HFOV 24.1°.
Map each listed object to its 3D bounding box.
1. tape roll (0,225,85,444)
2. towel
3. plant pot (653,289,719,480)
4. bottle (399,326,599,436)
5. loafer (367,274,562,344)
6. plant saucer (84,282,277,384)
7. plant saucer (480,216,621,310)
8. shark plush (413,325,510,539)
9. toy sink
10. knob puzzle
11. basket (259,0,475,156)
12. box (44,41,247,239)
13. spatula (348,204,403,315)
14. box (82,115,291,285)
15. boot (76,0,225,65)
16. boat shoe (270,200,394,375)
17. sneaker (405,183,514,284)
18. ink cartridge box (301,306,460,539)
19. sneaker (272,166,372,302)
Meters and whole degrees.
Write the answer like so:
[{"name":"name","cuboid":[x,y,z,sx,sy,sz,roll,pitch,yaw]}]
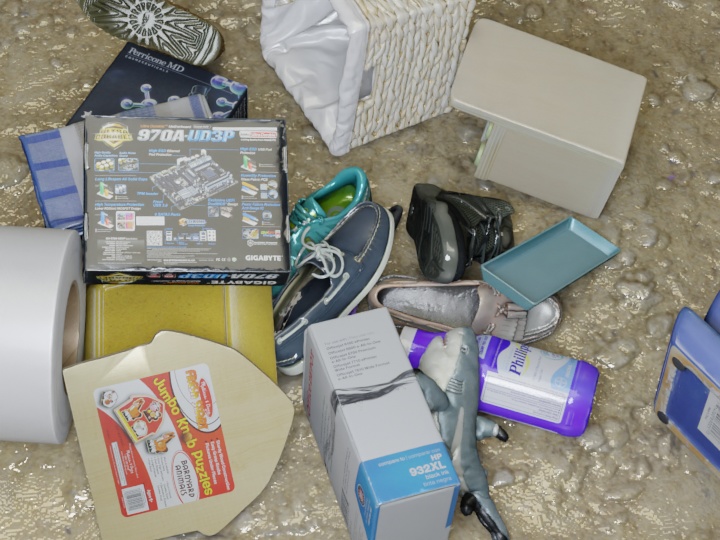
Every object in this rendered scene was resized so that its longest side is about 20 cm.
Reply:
[{"name":"tape roll","cuboid":[-0.339,0.058,1.577,0.138,0.203,0.204,4,53,-1]},{"name":"towel","cuboid":[-0.229,-0.106,1.683,0.199,0.024,0.147,-14,55,-14]},{"name":"plant pot","cuboid":[0.398,0.103,1.605,0.179,0.200,0.200,-33,63,-19]},{"name":"bottle","cuboid":[0.132,0.103,1.656,0.199,0.066,0.084,16,27,8]},{"name":"loafer","cuboid":[0.104,0.040,1.696,0.199,0.063,0.072,5,88,4]},{"name":"plant saucer","cuboid":[-0.185,0.067,1.637,0.199,0.049,0.201,-13,54,10]},{"name":"plant saucer","cuboid":[0.195,-0.007,1.729,0.070,0.019,0.200,36,34,20]},{"name":"shark plush","cuboid":[0.102,0.156,1.583,0.083,0.091,0.201,-17,71,-14]},{"name":"toy sink","cuboid":[0.191,-0.163,1.829,0.199,0.112,0.131,20,54,1]},{"name":"knob puzzle","cuboid":[-0.159,0.148,1.561,0.218,0.221,0.030,-1,9,-8]},{"name":"basket","cuboid":[0.002,-0.275,1.853,0.160,0.199,0.200,-20,56,-23]},{"name":"box","cuboid":[-0.225,-0.119,1.774,0.148,0.107,0.201,21,54,11]},{"name":"spatula","cuboid":[0.000,0.000,1.752,0.056,0.021,0.200,-3,40,35]},{"name":"box","cuboid":[-0.168,-0.067,1.622,0.199,0.046,0.160,0,71,-10]},{"name":"boot","cuboid":[-0.226,-0.271,1.823,0.175,0.200,0.066,32,95,-10]},{"name":"boat shoe","cuboid":[-0.038,0.008,1.685,0.075,0.062,0.200,26,75,45]},{"name":"sneaker","cuboid":[0.111,-0.036,1.719,0.113,0.077,0.200,7,15,-5]},{"name":"ink cartridge box","cuboid":[0.015,0.159,1.561,0.083,0.145,0.201,-13,56,-13]},{"name":"sneaker","cuboid":[-0.065,-0.039,1.743,0.077,0.080,0.200,36,60,22]}]
